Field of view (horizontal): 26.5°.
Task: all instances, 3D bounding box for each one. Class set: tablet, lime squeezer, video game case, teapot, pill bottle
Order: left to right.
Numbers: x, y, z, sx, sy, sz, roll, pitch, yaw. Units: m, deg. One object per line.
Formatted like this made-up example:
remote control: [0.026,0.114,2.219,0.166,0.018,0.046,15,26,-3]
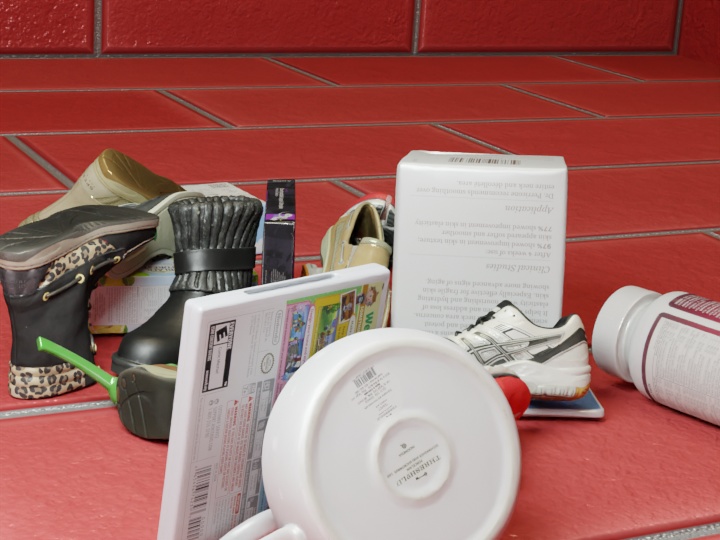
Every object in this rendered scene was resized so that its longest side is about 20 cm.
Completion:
lime squeezer: [-0.192,0.089,1.385,0.199,0.038,0.071,-5,60,-30]
video game case: [-0.063,0.101,1.120,0.181,0.201,0.022,-11,29,-42]
teapot: [0.007,0.140,1.092,0.199,0.199,0.146,16,-15,-20]
tablet: [0.123,0.114,1.462,0.198,0.014,0.130,1,16,-6]
pill bottle: [0.324,0.083,1.443,0.109,0.110,0.199,-10,21,-41]

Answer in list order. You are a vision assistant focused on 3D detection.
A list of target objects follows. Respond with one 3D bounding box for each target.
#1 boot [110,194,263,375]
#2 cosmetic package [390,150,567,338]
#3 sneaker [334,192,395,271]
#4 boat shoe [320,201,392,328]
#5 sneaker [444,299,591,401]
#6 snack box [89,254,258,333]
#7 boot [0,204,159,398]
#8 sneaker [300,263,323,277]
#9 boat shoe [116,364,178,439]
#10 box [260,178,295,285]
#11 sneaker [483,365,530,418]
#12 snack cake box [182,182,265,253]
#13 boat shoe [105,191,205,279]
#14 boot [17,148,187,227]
boot: [-0.168,0.013,1.479,0.079,0.159,0.211,11,17,23]
cosmetic package: [0.119,-0.012,1.524,0.166,0.202,0.166,3,8,5]
sneaker: [0.010,-0.040,1.662,0.076,0.085,0.200,15,-27,1]
boat shoe: [0.000,0.000,1.493,0.071,0.076,0.201,22,30,-24]
sneaker: [0.112,0.070,1.401,0.198,0.088,0.076,4,-9,-11]
snack box: [-0.223,0.013,1.635,0.199,0.068,0.169,-2,16,-17]
boot: [-0.263,0.025,1.430,0.073,0.152,0.200,11,18,26]
sneaker: [-0.009,0.041,1.585,0.091,0.076,0.200,6,17,-13]
boat shoe: [-0.117,0.116,1.289,0.199,0.076,0.074,16,17,35]
box: [-0.086,-0.006,1.595,0.036,0.144,0.200,2,15,-2]
sneaker: [0.097,0.140,1.267,0.085,0.077,0.200,34,26,21]
snack cake box: [-0.225,-0.058,1.882,0.199,0.068,0.115,-7,21,-32]
boat shoe: [-0.227,-0.048,1.591,0.067,0.072,0.200,17,22,24]
boot: [-0.273,-0.041,1.743,0.200,0.155,0.073,33,29,-46]
